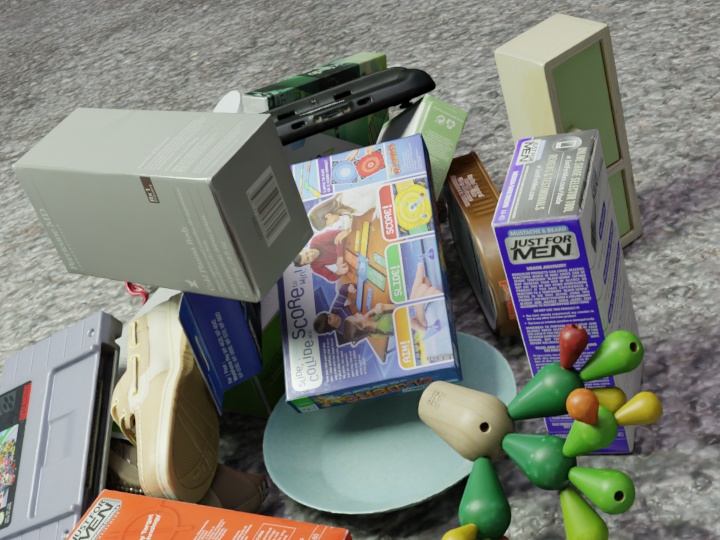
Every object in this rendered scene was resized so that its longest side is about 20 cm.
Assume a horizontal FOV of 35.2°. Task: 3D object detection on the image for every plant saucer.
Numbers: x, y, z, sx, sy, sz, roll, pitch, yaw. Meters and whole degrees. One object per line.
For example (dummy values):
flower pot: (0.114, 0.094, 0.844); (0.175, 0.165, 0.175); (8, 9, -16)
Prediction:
plant saucer: (0.025, 0.121, 0.860); (0.198, 0.039, 0.202); (-15, 32, 9)

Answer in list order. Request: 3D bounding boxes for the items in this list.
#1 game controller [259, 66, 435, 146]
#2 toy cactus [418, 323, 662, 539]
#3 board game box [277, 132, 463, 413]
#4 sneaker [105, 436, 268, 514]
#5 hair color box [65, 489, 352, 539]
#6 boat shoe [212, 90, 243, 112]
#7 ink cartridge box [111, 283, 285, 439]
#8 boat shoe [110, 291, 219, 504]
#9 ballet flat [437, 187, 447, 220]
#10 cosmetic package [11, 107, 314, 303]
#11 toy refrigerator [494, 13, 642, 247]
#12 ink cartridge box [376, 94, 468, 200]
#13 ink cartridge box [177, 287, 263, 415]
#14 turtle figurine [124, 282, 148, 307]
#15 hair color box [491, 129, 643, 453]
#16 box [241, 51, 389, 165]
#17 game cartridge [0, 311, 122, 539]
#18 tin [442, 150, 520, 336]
game controller: (-0.032, -0.131, 0.983); (0.197, 0.043, 0.104); (-22, 18, -9)
toy cactus: (0.098, 0.116, 0.726); (0.164, 0.102, 0.202); (23, 88, 43)
board game box: (0.000, 0.000, 0.891); (0.133, 0.035, 0.203); (-12, 64, 12)
sneaker: (-0.155, 0.167, 0.879); (0.198, 0.072, 0.075); (11, 18, 41)
hair color box: (-0.089, 0.207, 0.728); (0.197, 0.103, 0.061); (2, 37, 29)
boat shoe: (-0.122, -0.084, 1.105); (0.071, 0.067, 0.202); (-32, 38, 35)
ink cartridge box: (-0.144, 0.090, 0.965); (0.146, 0.076, 0.201); (5, 43, 33)
boat shoe: (-0.147, 0.099, 0.835); (0.068, 0.074, 0.201); (-20, 35, 9)
ballet flat: (-0.007, -0.042, 1.118); (0.198, 0.047, 0.068); (-23, 31, -7)
cosmetic package: (-0.143, -0.051, 0.820); (0.198, 0.108, 0.090); (3, 40, 33)
toy refrigerator: (0.182, -0.105, 0.967); (0.075, 0.202, 0.070); (-31, 34, -21)
ink cartridge box: (0.020, -0.045, 1.007); (0.145, 0.047, 0.203); (169, 123, -76)
ink cartridge box: (-0.108, 0.011, 0.899); (0.039, 0.100, 0.201); (-14, 35, 5)
turtle figurine: (-0.177, -0.035, 1.150); (0.197, 0.102, 0.151); (-9, 47, -17)
hair color box: (0.150, 0.018, 0.794); (0.064, 0.202, 0.110); (-4, 34, 22)
box: (-0.037, -0.125, 1.124); (0.036, 0.147, 0.199); (12, 27, 31)
game cartridge: (-0.245, 0.141, 0.877); (0.128, 0.038, 0.202); (-21, 52, 27)
tin: (0.105, -0.023, 0.966); (0.041, 0.113, 0.201); (-19, 31, 1)
